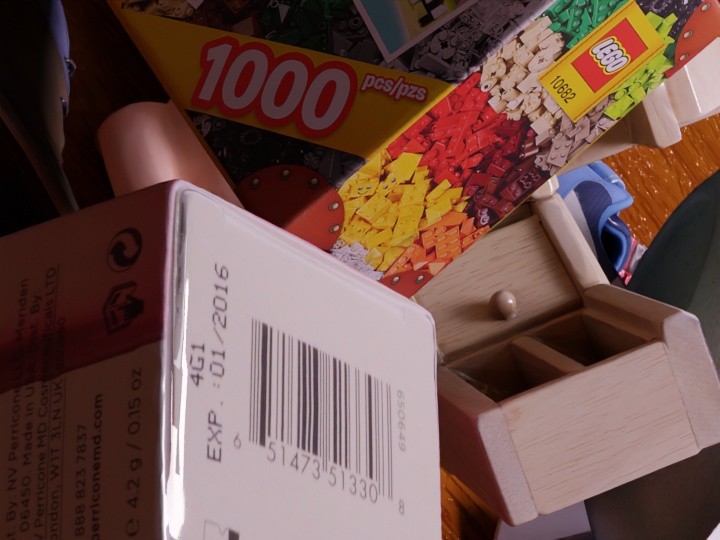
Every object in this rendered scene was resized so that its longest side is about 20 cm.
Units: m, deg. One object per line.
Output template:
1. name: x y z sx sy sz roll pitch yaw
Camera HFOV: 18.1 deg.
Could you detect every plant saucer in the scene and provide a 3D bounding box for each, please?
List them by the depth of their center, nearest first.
1. plant saucer: 0.126 0.025 0.871 0.039 0.201 0.202 25 47 -7

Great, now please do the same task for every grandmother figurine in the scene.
1. grandmother figurine: -0.055 0.016 0.817 0.060 0.121 0.201 17 39 -34

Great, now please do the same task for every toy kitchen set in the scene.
1. toy kitchen set: 0.074 -0.049 0.782 0.180 0.162 0.201 -149 -142 -80

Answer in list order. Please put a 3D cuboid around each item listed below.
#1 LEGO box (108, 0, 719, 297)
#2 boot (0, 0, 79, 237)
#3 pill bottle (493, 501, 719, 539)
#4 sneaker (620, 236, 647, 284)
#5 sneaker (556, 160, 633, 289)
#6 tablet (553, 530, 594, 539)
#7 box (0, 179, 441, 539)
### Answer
1. LEGO box: -0.002 -0.109 0.724 0.200 0.149 0.077 54 8 33
2. boot: -0.117 -0.049 0.795 0.201 0.074 0.097 61 37 -16
3. pill bottle: 0.150 0.135 1.084 0.200 0.114 0.115 6 71 -56
4. sneaker: 0.156 0.026 1.103 0.199 0.080 0.096 30 5 8
5. sneaker: 0.078 -0.026 1.022 0.200 0.082 0.074 -89 -173 -53
6. tablet: 0.115 0.204 0.912 0.130 0.014 0.201 -2 76 -57
7. box: -0.090 0.065 0.663 0.128 0.199 0.110 28 54 -49
